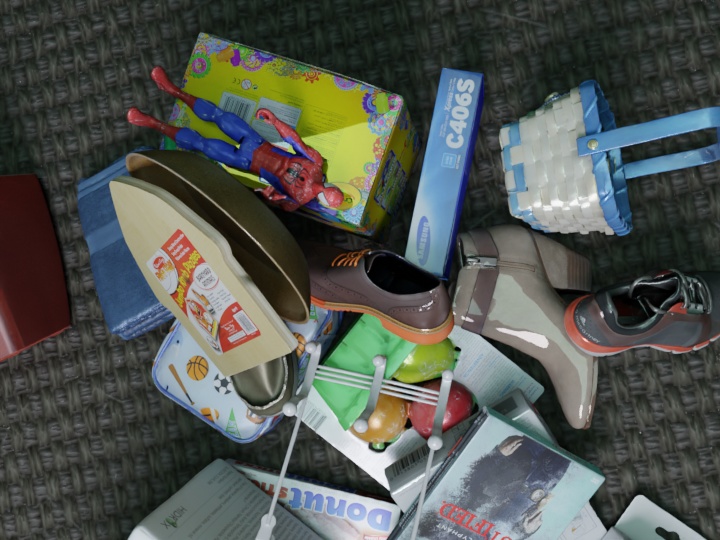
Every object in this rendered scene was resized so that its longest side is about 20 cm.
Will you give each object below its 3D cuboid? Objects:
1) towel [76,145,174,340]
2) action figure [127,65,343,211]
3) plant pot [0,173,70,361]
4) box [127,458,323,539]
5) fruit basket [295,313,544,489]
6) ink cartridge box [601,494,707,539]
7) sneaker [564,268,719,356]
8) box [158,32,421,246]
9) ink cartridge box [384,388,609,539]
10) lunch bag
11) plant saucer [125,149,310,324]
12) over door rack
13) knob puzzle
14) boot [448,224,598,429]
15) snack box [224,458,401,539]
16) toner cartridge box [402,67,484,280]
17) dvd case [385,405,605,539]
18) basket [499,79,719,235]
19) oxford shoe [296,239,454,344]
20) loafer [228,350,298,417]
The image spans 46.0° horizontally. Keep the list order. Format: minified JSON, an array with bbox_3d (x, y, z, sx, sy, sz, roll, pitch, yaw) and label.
[{"bbox_3d":[-0.237,-0.032,0.908,0.111,0.049,0.201,-26,62,9],"label":"towel"},{"bbox_3d":[-0.103,-0.107,0.698,0.199,0.099,0.066,29,87,7],"label":"action figure"},{"bbox_3d":[-0.427,0.023,0.898,0.199,0.200,0.177,-25,95,7],"label":"plant pot"},{"bbox_3d":[-0.156,0.331,0.815,0.171,0.200,0.200,36,102,8],"label":"box"},{"bbox_3d":[0.055,0.129,0.874,0.200,0.094,0.186,38,94,-7],"label":"fruit basket"},{"bbox_3d":[0.266,0.336,0.821,0.116,0.068,0.201,34,93,0],"label":"ink cartridge box"},{"bbox_3d":[0.294,0.034,0.798,0.199,0.082,0.077,-12,68,-20],"label":"sneaker"},{"bbox_3d":[-0.058,-0.121,0.836,0.199,0.193,0.123,19,90,10],"label":"box"},{"bbox_3d":[0.142,0.236,0.851,0.162,0.050,0.200,-32,115,6],"label":"ink cartridge box"},{"bbox_3d":[-0.121,0.067,0.899,0.160,0.076,0.201,32,93,11],"label":"lunch bag"},{"bbox_3d":[-0.109,-0.034,0.706,0.200,0.200,0.035,39,72,9],"label":"plant saucer"},{"bbox_3d":[-0.003,0.171,0.769,0.147,0.067,0.201,11,74,10],"label":"over door rack"},{"bbox_3d":[-0.142,-0.004,0.733,0.220,0.220,0.030,45,61,8],"label":"knob puzzle"},{"bbox_3d":[0.157,0.051,0.843,0.145,0.070,0.201,6,68,-7],"label":"boot"},{"bbox_3d":[-0.058,0.259,0.904,0.199,0.024,0.072,11,91,10],"label":"snack box"},{"bbox_3d":[0.086,-0.094,0.862,0.043,0.095,0.201,11,89,10],"label":"toner cartridge box"},{"bbox_3d":[0.120,0.240,0.812,0.146,0.022,0.200,30,105,-17],"label":"dvd case"},{"bbox_3d":[0.239,-0.106,0.798,0.199,0.176,0.140,-6,83,20],"label":"basket"},{"bbox_3d":[0.000,0.000,0.812,0.199,0.073,0.071,19,52,24],"label":"oxford shoe"},{"bbox_3d":[-0.119,0.047,0.827,0.075,0.070,0.201,-21,82,12],"label":"loafer"}]
